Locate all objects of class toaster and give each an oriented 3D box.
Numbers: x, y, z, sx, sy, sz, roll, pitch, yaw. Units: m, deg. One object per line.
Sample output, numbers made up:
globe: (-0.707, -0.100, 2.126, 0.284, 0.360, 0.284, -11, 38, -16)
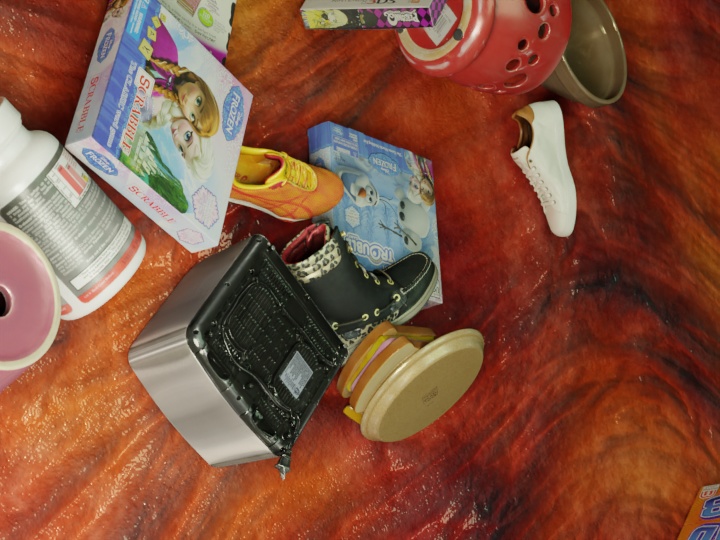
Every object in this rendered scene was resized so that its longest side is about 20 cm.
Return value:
toaster: (-0.127, 0.096, 1.537, 0.181, 0.118, 0.201, 53, 42, -20)

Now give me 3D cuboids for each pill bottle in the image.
pill bottle: (-0.307, -0.060, 1.387, 0.200, 0.115, 0.116, 51, 43, -24)

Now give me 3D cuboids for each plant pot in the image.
plant pot: (-0.358, 0.041, 1.241, 0.199, 0.178, 0.202, 23, 59, -43)
plant pot: (0.161, -0.348, 1.984, 0.181, 0.199, 0.203, 3, 74, -46)
plant pot: (0.322, -0.340, 2.252, 0.200, 0.092, 0.203, 21, 60, -42)

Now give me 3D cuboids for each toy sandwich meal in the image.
toy sandwich meal: (0.059, 0.124, 1.729, 0.204, 0.206, 0.070, -6, 47, -50)

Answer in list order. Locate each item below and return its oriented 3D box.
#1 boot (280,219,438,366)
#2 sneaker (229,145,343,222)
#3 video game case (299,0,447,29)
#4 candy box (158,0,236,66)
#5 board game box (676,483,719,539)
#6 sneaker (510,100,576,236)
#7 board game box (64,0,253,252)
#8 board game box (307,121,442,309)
boot: (0.000, 0.001, 1.696, 0.203, 0.073, 0.155, -39, 126, -27)
sneaker: (-0.091, -0.101, 1.674, 0.199, 0.077, 0.074, 5, 74, -42)
video game case: (0.038, -0.381, 1.870, 0.036, 0.180, 0.201, 71, 33, -41)
candy box: (-0.213, -0.278, 1.625, 0.136, 0.061, 0.202, 32, 54, -40)
board game box: (0.618, 0.452, 2.210, 0.201, 0.199, 0.200, 59, 42, -16)
sneaker: (0.262, -0.145, 2.144, 0.084, 0.073, 0.202, -10, 90, -20)
board game box: (-0.201, -0.156, 1.498, 0.199, 0.041, 0.202, 42, 47, -43)
board game box: (0.020, -0.066, 1.831, 0.199, 0.043, 0.201, 15, 66, -45)
